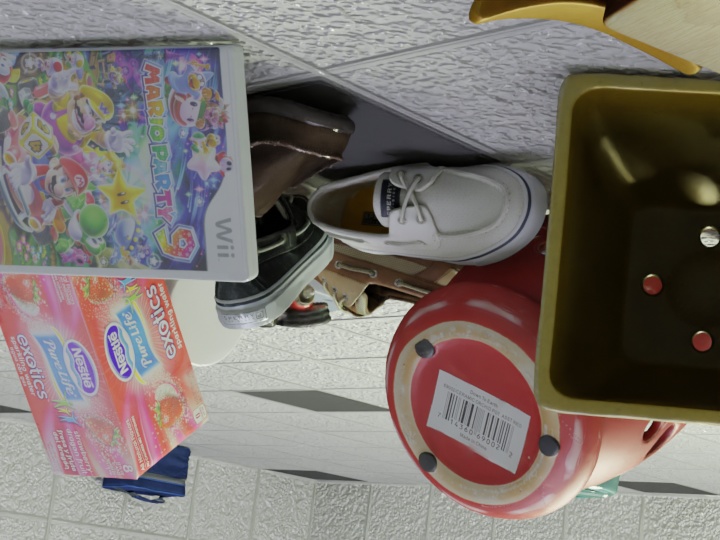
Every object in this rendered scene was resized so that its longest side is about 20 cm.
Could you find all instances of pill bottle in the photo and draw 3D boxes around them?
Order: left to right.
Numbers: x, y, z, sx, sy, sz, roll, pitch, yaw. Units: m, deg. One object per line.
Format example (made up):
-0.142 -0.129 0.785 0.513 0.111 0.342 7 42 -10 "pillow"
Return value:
-0.202 0.020 1.345 0.200 0.114 0.114 9 172 40 "pill bottle"

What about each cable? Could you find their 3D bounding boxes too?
-0.086 0.026 1.435 0.097 0.050 0.200 2 -179 -14 "cable"

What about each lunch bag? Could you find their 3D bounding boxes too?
-0.481 0.456 3.491 0.136 0.132 0.200 -4 163 41 "lunch bag"

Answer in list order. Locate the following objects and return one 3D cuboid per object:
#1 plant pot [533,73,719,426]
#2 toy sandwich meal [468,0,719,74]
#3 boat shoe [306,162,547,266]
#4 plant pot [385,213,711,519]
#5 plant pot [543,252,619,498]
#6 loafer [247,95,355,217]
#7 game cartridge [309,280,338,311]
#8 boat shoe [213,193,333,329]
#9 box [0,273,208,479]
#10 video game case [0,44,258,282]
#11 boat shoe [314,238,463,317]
0.217 0.000 0.953 0.194 0.196 0.200 5 175 11 "plant pot"
0.135 -0.131 0.650 0.205 0.070 0.205 6 168 1 "toy sandwich meal"
0.040 -0.045 1.106 0.070 0.071 0.200 15 172 -43 "boat shoe"
0.133 0.071 1.136 0.200 0.201 0.182 -3 -167 38 "plant pot"
0.162 0.097 1.375 0.200 0.196 0.200 6 168 1 "plant pot"
-0.067 -0.066 1.050 0.073 0.071 0.200 13 166 -27 "loafer"
-0.103 0.003 1.470 0.133 0.042 0.200 -11 158 44 "game cartridge"
-0.064 -0.026 1.154 0.072 0.071 0.200 -6 -159 10 "boat shoe"
-0.210 0.054 1.220 0.095 0.200 0.103 -2 -157 34 "box"
-0.161 -0.067 0.957 0.200 0.143 0.018 2 -167 21 "video game case"
0.000 0.000 1.301 0.200 0.074 0.076 3 167 24 "boat shoe"
